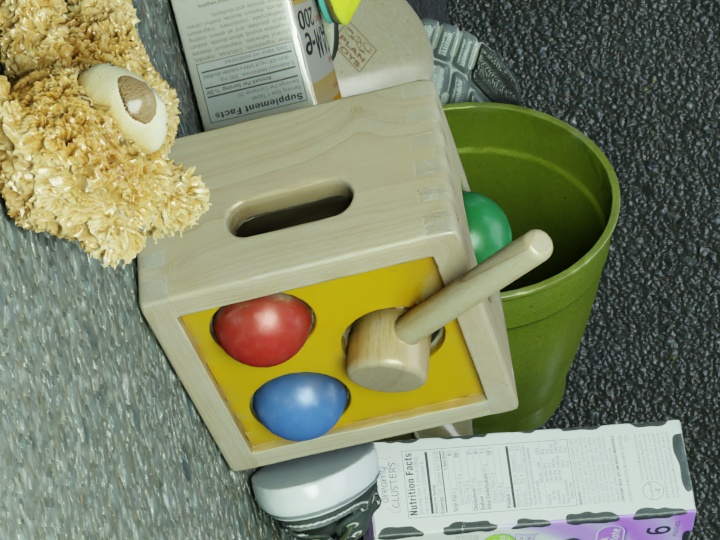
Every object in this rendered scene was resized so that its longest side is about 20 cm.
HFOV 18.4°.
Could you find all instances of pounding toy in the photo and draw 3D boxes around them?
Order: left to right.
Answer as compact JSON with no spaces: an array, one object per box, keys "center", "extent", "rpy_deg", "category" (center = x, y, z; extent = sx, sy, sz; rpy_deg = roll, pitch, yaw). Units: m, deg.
[{"center":[0.003,0.009,1.101],"extent":[0.184,0.200,0.142],"rpy_deg":[67,13,-51],"category":"pounding toy"}]

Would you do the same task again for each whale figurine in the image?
[{"center":[-0.033,-0.131,1.522],"extent":[0.159,0.104,0.200],"rpy_deg":[45,38,-12],"category":"whale figurine"}]

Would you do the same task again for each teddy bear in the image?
[{"center":[-0.107,-0.075,0.945],"extent":[0.200,0.067,0.145],"rpy_deg":[-32,106,-82],"category":"teddy bear"}]

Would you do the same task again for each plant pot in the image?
[{"center":[0.083,0.016,1.595],"extent":[0.200,0.200,0.193],"rpy_deg":[-95,-179,-45],"category":"plant pot"}]

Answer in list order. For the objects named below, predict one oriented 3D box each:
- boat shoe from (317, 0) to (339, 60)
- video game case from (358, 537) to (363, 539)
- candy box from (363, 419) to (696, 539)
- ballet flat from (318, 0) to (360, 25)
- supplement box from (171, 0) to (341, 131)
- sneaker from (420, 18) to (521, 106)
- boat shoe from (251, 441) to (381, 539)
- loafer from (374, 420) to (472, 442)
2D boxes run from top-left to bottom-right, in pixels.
[{"center":[-0.057,-0.220,1.438],"extent":[0.063,0.074,0.201],"rpy_deg":[-17,84,-62],"category":"boat shoe"},{"center":[0.010,0.136,1.587],"extent":[0.200,0.025,0.181],"rpy_deg":[-92,167,-51],"category":"video game case"},{"center":[0.102,0.174,1.425],"extent":[0.168,0.200,0.072],"rpy_deg":[89,-4,-55],"category":"candy box"},{"center":[-0.015,-0.253,1.363],"extent":[0.067,0.067,0.200],"rpy_deg":[-7,82,-80],"category":"ballet flat"},{"center":[-0.068,-0.162,1.345],"extent":[0.126,0.073,0.200],"rpy_deg":[-63,140,-78],"category":"supplement box"},{"center":[0.025,-0.165,1.677],"extent":[0.115,0.200,0.075],"rpy_deg":[-110,-136,-78],"category":"sneaker"},{"center":[-0.016,0.128,1.263],"extent":[0.200,0.069,0.057],"rpy_deg":[-25,102,-84],"category":"boat shoe"},{"center":[0.042,0.103,1.525],"extent":[0.076,0.067,0.200],"rpy_deg":[-94,168,-47],"category":"loafer"}]
